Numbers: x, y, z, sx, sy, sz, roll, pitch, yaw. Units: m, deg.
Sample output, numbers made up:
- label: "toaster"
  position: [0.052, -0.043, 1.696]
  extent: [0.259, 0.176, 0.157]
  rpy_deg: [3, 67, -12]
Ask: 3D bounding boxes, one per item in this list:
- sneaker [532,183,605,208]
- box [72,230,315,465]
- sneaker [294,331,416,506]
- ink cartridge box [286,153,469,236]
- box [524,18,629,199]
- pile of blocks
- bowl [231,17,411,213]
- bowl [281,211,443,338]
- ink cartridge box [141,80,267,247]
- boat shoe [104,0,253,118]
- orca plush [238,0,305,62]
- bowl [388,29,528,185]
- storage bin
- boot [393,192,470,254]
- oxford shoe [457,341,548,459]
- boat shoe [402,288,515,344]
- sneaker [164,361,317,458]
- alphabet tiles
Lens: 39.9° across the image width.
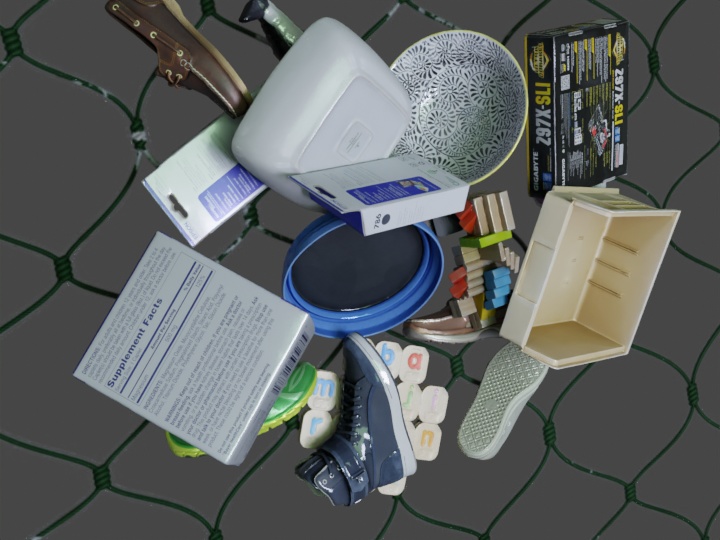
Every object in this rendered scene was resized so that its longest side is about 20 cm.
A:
- label: "sneaker"
  position: [0.308, -0.151, 1.369]
  extent: [0.100, 0.075, 0.201]
  rpy_deg: [42, 75, -39]
- label: "box"
  position: [-0.180, 0.090, 1.106]
  extent: [0.199, 0.105, 0.185]
  rpy_deg: [28, 80, 7]
- label: "sneaker"
  position: [-0.022, 0.191, 1.216]
  extent: [0.145, 0.077, 0.204]
  rpy_deg: [-23, 104, -22]
- label: "ink cartridge box"
  position: [0.020, -0.085, 1.111]
  extent: [0.199, 0.099, 0.040]
  rpy_deg: [-13, 127, -40]
- label: "box"
  position: [0.272, -0.202, 1.238]
  extent: [0.159, 0.049, 0.202]
  rpy_deg: [-22, 115, -40]
- label: "pile of blocks"
  position: [0.141, -0.002, 1.193]
  extent: [0.062, 0.082, 0.202]
  rpy_deg: [-19, 125, -24]
- label: "bowl"
  position: [-0.028, -0.163, 1.141]
  extent: [0.201, 0.074, 0.199]
  rpy_deg: [-55, 144, 2]
- label: "bowl"
  position: [0.000, 0.000, 1.195]
  extent: [0.199, 0.040, 0.202]
  rpy_deg: [-10, 135, -10]
- label: "ink cartridge box"
  position: [-0.156, -0.127, 1.174]
  extent: [0.200, 0.039, 0.100]
  rpy_deg: [-41, 107, -17]
- label: "boat shoe"
  position: [-0.206, -0.244, 1.127]
  extent: [0.070, 0.070, 0.200]
  rpy_deg: [-42, 86, -14]
- label: "orca plush"
  position: [-0.079, -0.238, 1.190]
  extent: [0.071, 0.106, 0.200]
  rpy_deg: [-35, 134, 21]
- label: "bowl"
  position: [0.123, -0.190, 1.248]
  extent: [0.199, 0.094, 0.203]
  rpy_deg: [-4, 80, 21]
- label: "storage bin"
  position: [0.282, 0.004, 1.233]
  extent: [0.198, 0.093, 0.202]
  rpy_deg: [-4, 116, -49]
- label: "boot"
  position: [0.044, -0.068, 1.258]
  extent: [0.198, 0.097, 0.075]
  rpy_deg: [-9, 104, 2]
- label: "oxford shoe"
  position: [0.194, 0.170, 1.336]
  extent: [0.201, 0.075, 0.058]
  rpy_deg: [-56, 152, -19]
- label: "boat shoe"
  position: [0.140, 0.056, 1.300]
  extent: [0.198, 0.076, 0.073]
  rpy_deg: [-4, 90, -32]
- label: "sneaker"
  position: [-0.141, 0.152, 1.182]
  extent: [0.199, 0.074, 0.084]
  rpy_deg: [-24, 105, -20]
- label: "alphabet tiles"
  position: [0.018, 0.188, 1.282]
  extent: [0.198, 0.015, 0.198]
  rpy_deg: [10, 90, -23]
